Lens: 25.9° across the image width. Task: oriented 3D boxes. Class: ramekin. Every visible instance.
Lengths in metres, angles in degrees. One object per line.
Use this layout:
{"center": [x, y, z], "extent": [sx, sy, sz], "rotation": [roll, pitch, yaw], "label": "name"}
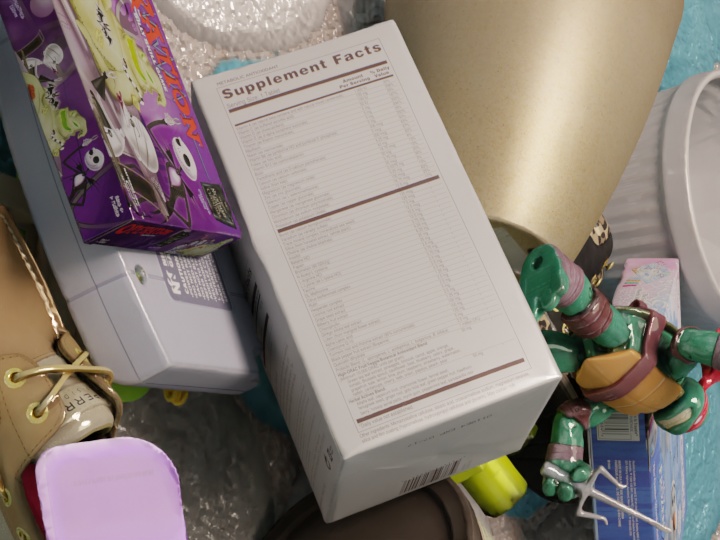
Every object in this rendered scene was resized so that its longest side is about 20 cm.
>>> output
{"center": [0.249, -0.045, 1.206], "extent": [0.199, 0.104, 0.202], "rotation": [18, 67, -50], "label": "ramekin"}

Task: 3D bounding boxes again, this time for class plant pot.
{"center": [0.087, -0.090, 0.925], "extent": [0.187, 0.186, 0.201], "rotation": [43, 49, -39], "label": "plant pot"}

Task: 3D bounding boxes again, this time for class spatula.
{"center": [-0.090, 0.166, 0.608], "extent": [0.056, 0.021, 0.202], "rotation": [-7, 97, -26], "label": "spatula"}

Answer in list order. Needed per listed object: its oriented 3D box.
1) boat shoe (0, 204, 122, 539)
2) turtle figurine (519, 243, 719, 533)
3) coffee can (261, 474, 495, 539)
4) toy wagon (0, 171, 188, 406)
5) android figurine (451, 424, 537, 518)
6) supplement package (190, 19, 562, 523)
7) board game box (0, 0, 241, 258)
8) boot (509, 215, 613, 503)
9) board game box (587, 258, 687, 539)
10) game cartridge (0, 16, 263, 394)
{"center": [-0.128, 0.062, 0.634], "extent": [0.074, 0.066, 0.202], "rotation": [-28, 105, -53], "label": "boat shoe"}
{"center": [0.147, 0.064, 0.886], "extent": [0.199, 0.150, 0.101], "rotation": [31, 27, -26], "label": "turtle figurine"}
{"center": [0.042, 0.220, 0.827], "extent": [0.200, 0.145, 0.147], "rotation": [53, 44, -32], "label": "coffee can"}
{"center": [-0.155, 0.027, 0.697], "extent": [0.199, 0.039, 0.157], "rotation": [22, 65, -50], "label": "toy wagon"}
{"center": [0.029, 0.043, 0.898], "extent": [0.200, 0.041, 0.182], "rotation": [50, 26, -15], "label": "android figurine"}
{"center": [0.000, 0.000, 0.766], "extent": [0.113, 0.110, 0.201], "rotation": [-18, 69, -13], "label": "supplement package"}
{"center": [-0.116, -0.104, 0.669], "extent": [0.120, 0.032, 0.202], "rotation": [15, 53, -77], "label": "board game box"}
{"center": [0.129, 0.039, 1.056], "extent": [0.201, 0.073, 0.151], "rotation": [62, 39, -18], "label": "boot"}
{"center": [0.192, 0.120, 1.063], "extent": [0.199, 0.043, 0.202], "rotation": [-55, 141, -63], "label": "board game box"}
{"center": [-0.109, -0.041, 0.712], "extent": [0.133, 0.041, 0.202], "rotation": [27, 41, -72], "label": "game cartridge"}
